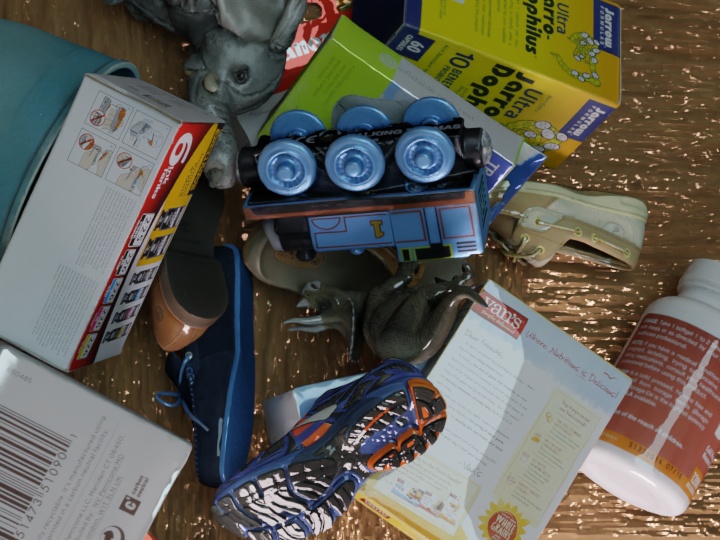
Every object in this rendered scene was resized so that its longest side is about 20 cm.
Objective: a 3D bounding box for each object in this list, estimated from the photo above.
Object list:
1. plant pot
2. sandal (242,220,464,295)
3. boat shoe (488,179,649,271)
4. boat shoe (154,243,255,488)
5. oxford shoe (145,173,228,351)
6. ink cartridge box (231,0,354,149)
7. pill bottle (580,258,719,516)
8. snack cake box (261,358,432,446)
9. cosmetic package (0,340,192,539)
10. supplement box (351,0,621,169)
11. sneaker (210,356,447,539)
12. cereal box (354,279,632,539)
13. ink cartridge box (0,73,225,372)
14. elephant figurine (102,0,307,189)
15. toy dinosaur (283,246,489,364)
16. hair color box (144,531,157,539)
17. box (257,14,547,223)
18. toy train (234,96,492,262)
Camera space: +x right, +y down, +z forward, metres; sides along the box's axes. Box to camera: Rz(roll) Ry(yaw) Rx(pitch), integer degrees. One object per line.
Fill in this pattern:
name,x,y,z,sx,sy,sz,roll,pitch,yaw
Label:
plant pot,-0.297,-0.108,1.633,0.188,0.200,0.200,27,76,8
sandal,0.000,0.000,1.746,0.200,0.054,0.080,10,106,-31
boat shoe,0.152,-0.036,1.802,0.200,0.074,0.067,5,81,-19
boat shoe,-0.122,0.080,1.720,0.068,0.084,0.200,-4,62,10
oxford shoe,-0.151,-0.025,1.705,0.071,0.071,0.200,17,47,-24
ink cartridge box,-0.029,-0.141,1.782,0.160,0.047,0.200,-20,90,-17
pill bottle,0.267,0.095,1.800,0.112,0.112,0.200,34,76,-9
snack cake box,0.032,0.111,1.731,0.200,0.115,0.067,-11,86,-16
cosmetic package,-0.256,0.148,1.578,0.165,0.200,0.165,30,84,-23
supplement box,0.102,-0.181,1.763,0.200,0.109,0.110,18,55,-19
sneaker,-0.025,0.136,1.619,0.200,0.078,0.075,-31,118,8
cereal box,0.101,0.127,1.668,0.144,0.040,0.200,36,75,-7
ink cartridge box,-0.185,-0.039,1.599,0.084,0.176,0.200,27,98,7
elephant figurine,-0.104,-0.189,1.715,0.155,0.141,0.200,-42,86,16
toy dinosaur,0.041,0.038,1.662,0.077,0.200,0.102,45,73,-35
hair color box,-0.123,0.291,1.667,0.200,0.111,0.064,44,73,-7
box,0.033,-0.098,1.709,0.200,0.122,0.048,34,36,-8
toy train,0.005,-0.063,1.646,0.200,0.087,0.114,-5,116,11
